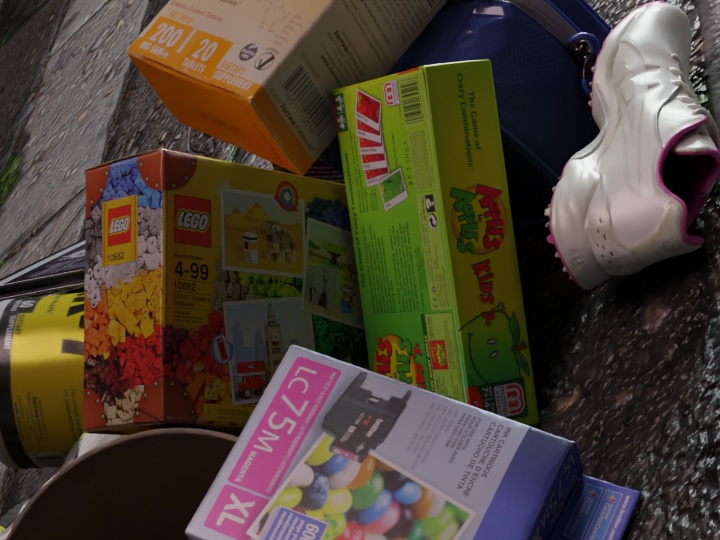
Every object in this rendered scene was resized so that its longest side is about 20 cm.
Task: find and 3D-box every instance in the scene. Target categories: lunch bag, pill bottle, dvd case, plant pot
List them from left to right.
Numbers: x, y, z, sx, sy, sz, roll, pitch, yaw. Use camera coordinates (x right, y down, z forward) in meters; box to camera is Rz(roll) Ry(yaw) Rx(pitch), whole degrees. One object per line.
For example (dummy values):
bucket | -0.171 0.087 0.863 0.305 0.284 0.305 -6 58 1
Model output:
pill bottle | -0.142 0.068 1.260 0.198 0.115 0.115 -5 37 9
dvd case | -0.150 -0.015 1.356 0.198 0.016 0.149 -10 11 25
plant pot | -0.098 0.195 1.045 0.201 0.199 0.135 -56 -4 -12
lunch bag | 0.078 -0.115 1.202 0.199 0.136 0.133 -10 47 52

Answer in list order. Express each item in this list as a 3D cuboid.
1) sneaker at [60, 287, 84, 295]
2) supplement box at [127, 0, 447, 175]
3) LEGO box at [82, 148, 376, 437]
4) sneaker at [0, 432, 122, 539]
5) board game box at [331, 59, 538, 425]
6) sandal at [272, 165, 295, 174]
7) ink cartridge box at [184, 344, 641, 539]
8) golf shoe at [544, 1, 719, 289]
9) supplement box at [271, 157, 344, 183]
sneaker | -0.148 0.026 1.354 0.198 0.081 0.075 -16 -20 -9
supplement box | -0.029 -0.168 1.157 0.126 0.074 0.200 24 69 43
LEGO box | -0.061 0.022 1.105 0.077 0.199 0.151 -10 78 44
sneaker | -0.162 0.163 1.131 0.076 0.076 0.201 12 54 33
board game box | 0.041 -0.010 1.076 0.101 0.047 0.202 -5 93 60
sandal | -0.107 -0.006 1.190 0.078 0.069 0.212 94 -161 -47
ink cartridge box | 0.026 0.120 0.943 0.198 0.042 0.120 19 63 23
golf shoe | 0.171 -0.075 1.077 0.091 0.075 0.201 -8 48 37
supplement box | -0.024 -0.116 1.315 0.060 0.201 0.109 2 47 19
